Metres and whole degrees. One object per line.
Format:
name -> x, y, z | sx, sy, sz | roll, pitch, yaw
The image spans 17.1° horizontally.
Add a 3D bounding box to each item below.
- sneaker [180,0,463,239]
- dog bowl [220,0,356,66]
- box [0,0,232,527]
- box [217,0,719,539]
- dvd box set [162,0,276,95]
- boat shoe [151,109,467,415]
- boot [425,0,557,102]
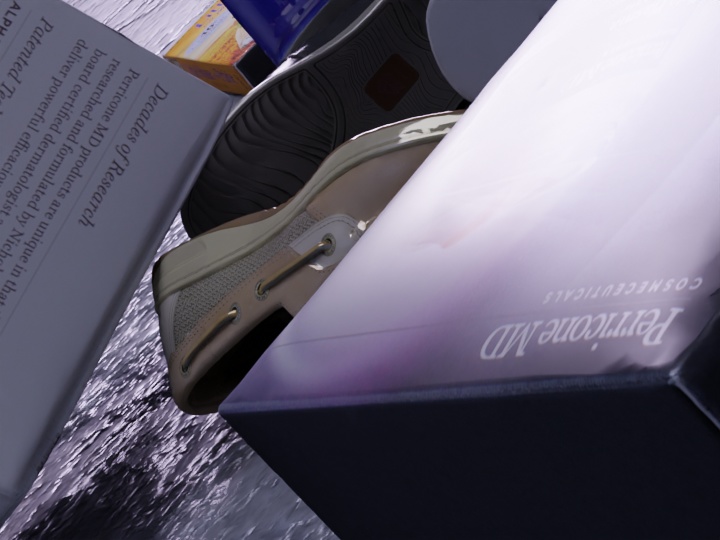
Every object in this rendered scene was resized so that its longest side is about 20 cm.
sneaker -> 0.001, -0.077, 1.080 | 0.200, 0.075, 0.106 | -42, 5, -3
dog bowl -> 0.014, -0.188, 1.180 | 0.200, 0.079, 0.200 | -39, -4, -3
box -> -0.171, 0.011, 0.995 | 0.200, 0.131, 0.199 | -64, 8, -26
box -> 0.102, -0.004, 0.536 | 0.198, 0.123, 0.200 | -51, 18, -22
dvd box set -> -0.042, -0.168, 1.461 | 0.146, 0.029, 0.200 | -45, 17, -6
boat shoe -> 0.000, 0.000, 0.886 | 0.200, 0.072, 0.065 | -25, 60, 36
boot -> 0.120, -0.095, 0.819 | 0.095, 0.074, 0.200 | -26, 22, -36
